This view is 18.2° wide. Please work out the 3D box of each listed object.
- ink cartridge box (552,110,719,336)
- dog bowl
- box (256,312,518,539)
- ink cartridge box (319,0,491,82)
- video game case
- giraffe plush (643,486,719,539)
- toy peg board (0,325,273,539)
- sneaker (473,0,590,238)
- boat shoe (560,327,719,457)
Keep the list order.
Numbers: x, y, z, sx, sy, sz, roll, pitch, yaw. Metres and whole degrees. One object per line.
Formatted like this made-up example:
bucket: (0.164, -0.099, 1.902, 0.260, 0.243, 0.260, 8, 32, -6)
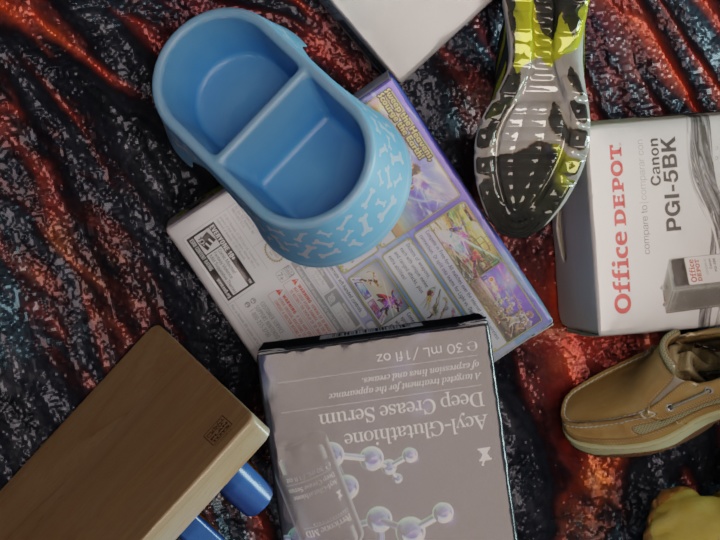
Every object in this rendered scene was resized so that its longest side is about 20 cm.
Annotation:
ink cartridge box: (0.238, -0.035, 1.543, 0.198, 0.083, 0.148, -6, 94, -12)
dog bowl: (-0.056, -0.091, 1.439, 0.112, 0.050, 0.200, -46, 65, 0)
box: (0.020, 0.137, 1.435, 0.147, 0.107, 0.202, -8, 91, 0)
ink cartridge box: (0.022, -0.256, 1.503, 0.173, 0.044, 0.200, -43, 101, -4)
video game case: (0.000, 0.000, 1.500, 0.181, 0.045, 0.201, -33, 101, 6)
giraffe plush: (0.287, 0.140, 1.545, 0.171, 0.200, 0.163, 20, 61, -9)
toy peg board: (-0.137, 0.163, 1.433, 0.200, 0.199, 0.098, -48, 117, -5)
sneaker: (0.122, -0.117, 1.499, 0.074, 0.085, 0.202, 9, 81, 7)
boat shoe: (0.216, 0.068, 1.511, 0.199, 0.072, 0.076, -20, 138, 25)
